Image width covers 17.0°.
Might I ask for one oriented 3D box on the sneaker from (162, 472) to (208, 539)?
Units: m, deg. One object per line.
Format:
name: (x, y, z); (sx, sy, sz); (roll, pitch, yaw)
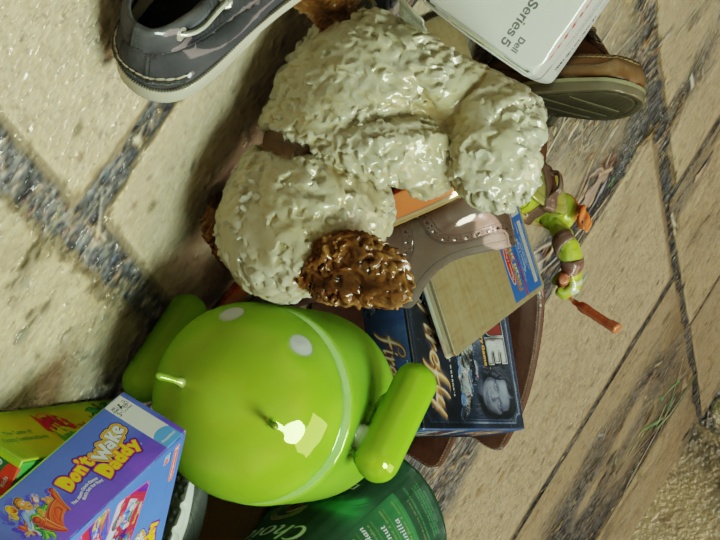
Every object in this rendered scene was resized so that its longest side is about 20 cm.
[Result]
sneaker: (-0.136, 0.208, 1.472); (0.080, 0.074, 0.201); (20, 92, -48)

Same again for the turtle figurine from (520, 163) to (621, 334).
turtle figurine: (0.116, -0.049, 1.714); (0.064, 0.200, 0.161); (-41, 146, 24)

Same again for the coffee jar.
coffee jar: (-0.038, 0.194, 1.457); (0.200, 0.104, 0.086); (-43, 116, -47)

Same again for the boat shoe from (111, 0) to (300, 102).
boat shoe: (-0.049, -0.170, 1.193); (0.200, 0.073, 0.063); (-50, 164, -16)

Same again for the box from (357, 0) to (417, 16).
box: (0.053, -0.255, 1.383); (0.200, 0.049, 0.161); (-52, 165, -25)

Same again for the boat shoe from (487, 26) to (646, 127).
boat shoe: (0.135, -0.142, 1.662); (0.200, 0.072, 0.068); (1, -104, 64)

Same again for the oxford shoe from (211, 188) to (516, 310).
oxford shoe: (0.000, 0.000, 1.473); (0.199, 0.073, 0.071); (-27, -169, 15)

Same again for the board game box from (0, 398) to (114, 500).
board game box: (-0.182, 0.131, 1.346); (0.102, 0.048, 0.200); (-63, 163, 9)

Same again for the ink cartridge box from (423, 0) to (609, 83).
ink cartridge box: (0.120, -0.197, 1.490); (0.146, 0.084, 0.200); (-55, 176, 6)

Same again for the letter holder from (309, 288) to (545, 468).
letter holder: (0.042, 0.070, 1.720); (0.101, 0.142, 0.200); (-47, 159, -35)

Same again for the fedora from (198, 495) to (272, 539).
fedora: (-0.076, 0.165, 1.573); (0.201, 0.082, 0.201); (13, 90, -70)

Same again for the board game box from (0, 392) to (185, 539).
board game box: (-0.166, 0.181, 1.314); (0.134, 0.045, 0.200); (-42, 155, -46)

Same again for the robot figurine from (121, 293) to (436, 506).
robot figurine: (-0.049, 0.078, 1.402); (0.116, 0.175, 0.200); (-72, 162, 2)

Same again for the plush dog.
plush dog: (-0.016, -0.059, 1.358); (0.160, 0.200, 0.172); (34, 81, -32)

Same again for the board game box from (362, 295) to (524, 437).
board game box: (0.047, 0.008, 1.570); (0.135, 0.035, 0.201); (5, 74, -58)

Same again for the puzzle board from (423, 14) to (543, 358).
puzzle board: (0.056, -0.059, 1.561); (0.151, 0.017, 0.201); (-33, 107, -59)
